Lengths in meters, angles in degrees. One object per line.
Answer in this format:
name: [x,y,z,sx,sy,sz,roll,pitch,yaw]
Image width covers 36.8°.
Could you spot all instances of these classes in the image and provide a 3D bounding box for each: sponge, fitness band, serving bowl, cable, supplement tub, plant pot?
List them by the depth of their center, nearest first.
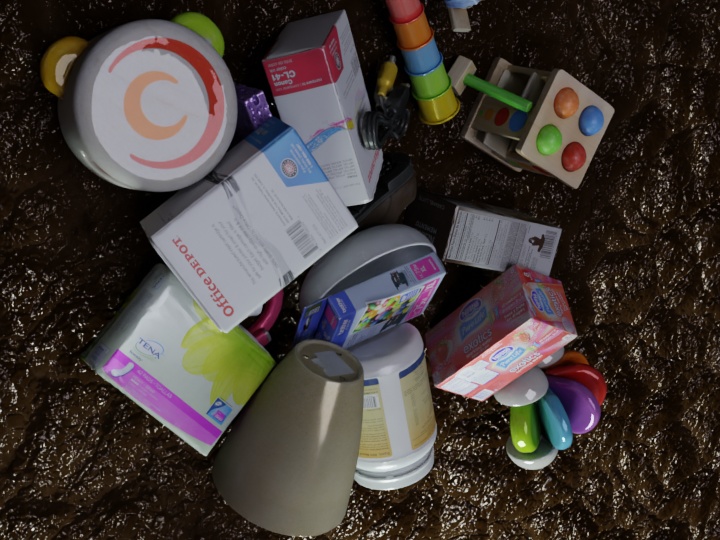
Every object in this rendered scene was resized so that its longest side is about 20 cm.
sponge: [-0.119,-0.130,1.318,0.030,0.111,0.202,-33,120,-21]
cable: [0.024,-0.191,1.369,0.201,0.050,0.098,-62,155,-52]
plant pot: [-0.071,0.196,1.375,0.185,0.188,0.202,6,119,-34]
fitness band: [-0.185,0.053,1.379,0.199,0.037,0.145,-30,119,-23]
serving bowl: [0.000,0.000,1.424,0.198,0.066,0.201,-28,160,-11]
supplement tub: [0.029,0.184,1.493,0.143,0.144,0.202,-22,116,-25]

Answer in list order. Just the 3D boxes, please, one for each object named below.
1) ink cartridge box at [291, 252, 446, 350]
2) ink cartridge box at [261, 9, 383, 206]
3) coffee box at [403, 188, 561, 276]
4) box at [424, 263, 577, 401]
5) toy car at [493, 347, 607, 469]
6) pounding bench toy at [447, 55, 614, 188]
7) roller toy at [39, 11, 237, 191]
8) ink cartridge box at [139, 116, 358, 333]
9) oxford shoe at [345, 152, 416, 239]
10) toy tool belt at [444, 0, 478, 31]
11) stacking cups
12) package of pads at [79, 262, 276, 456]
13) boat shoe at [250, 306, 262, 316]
ink cartridge box: [0.009,0.052,1.409,0.198,0.042,0.120,-20,157,-24]
ink cartridge box: [-0.041,-0.195,1.322,0.084,0.148,0.202,-8,117,14]
coffee box: [0.170,-0.052,1.530,0.198,0.114,0.081,9,100,-33]
box: [0.195,0.091,1.540,0.102,0.096,0.200,18,136,-35]
toy car: [0.296,0.197,1.643,0.200,0.148,0.177,-51,135,-48]
pounding bench toy: [0.223,-0.218,1.486,0.199,0.156,0.125,26,91,-35]
roller toy: [-0.242,-0.181,1.206,0.198,0.139,0.185,-17,103,-24]
ink cartridge box: [-0.126,-0.053,1.227,0.199,0.086,0.147,-38,117,-6]
oxford shoe: [0.002,-0.066,1.444,0.199,0.073,0.085,-36,130,-15]
toy tool belt: [0.086,-0.395,1.364,0.199,0.124,0.124,25,83,-35]
stacking cups: [0.073,-0.284,1.407,0.060,0.060,0.201,-41,132,-15]
package of pads: [-0.214,0.106,1.314,0.200,0.068,0.155,44,78,-32]
boat shoe: [-0.168,-0.040,1.315,0.067,0.072,0.203,-12,90,-26]
